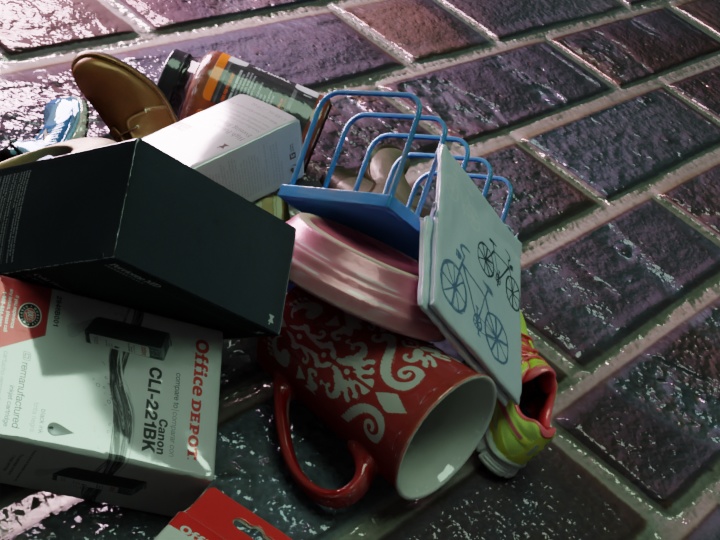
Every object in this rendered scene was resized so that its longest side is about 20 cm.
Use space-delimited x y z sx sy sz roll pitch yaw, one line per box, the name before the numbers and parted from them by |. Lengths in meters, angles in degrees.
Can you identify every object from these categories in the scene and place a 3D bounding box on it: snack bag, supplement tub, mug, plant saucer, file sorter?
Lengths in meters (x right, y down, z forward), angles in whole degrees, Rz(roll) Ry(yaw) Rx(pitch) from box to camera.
snack bag | 0.107 0.001 1.257 0.189 0.021 0.200 46 38 -43
supplement tub | -0.142 -0.193 1.577 0.200 0.107 0.107 23 33 -4
mug | -0.006 0.107 1.215 0.200 0.134 0.177 36 41 31
plant saucer | 0.000 0.000 1.236 0.200 0.051 0.201 24 9 -4
file sorter | 0.045 -0.081 1.333 0.139 0.123 0.200 9 -17 39

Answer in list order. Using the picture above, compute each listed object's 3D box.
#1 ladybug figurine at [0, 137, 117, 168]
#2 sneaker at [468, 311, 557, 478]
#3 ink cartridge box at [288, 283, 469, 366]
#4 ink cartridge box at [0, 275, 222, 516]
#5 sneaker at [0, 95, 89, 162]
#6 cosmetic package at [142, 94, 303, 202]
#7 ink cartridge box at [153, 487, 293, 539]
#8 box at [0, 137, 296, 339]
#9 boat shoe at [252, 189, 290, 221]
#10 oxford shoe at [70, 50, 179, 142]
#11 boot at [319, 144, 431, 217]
ladybug figurine | -0.305 -0.065 1.235 0.200 0.072 0.136 -25 22 -23
sneaker | 0.162 0.104 1.330 0.078 0.090 0.200 19 50 -31
ink cartridge box | 0.009 0.059 1.383 0.200 0.043 0.198 -8 46 -39
ink cartridge box | -0.219 0.105 1.085 0.200 0.084 0.145 16 52 -23
sneaker | -0.334 -0.127 1.387 0.090 0.079 0.200 9 33 -12
cosmetic package | -0.165 -0.104 1.353 0.200 0.074 0.102 -29 40 -34
ink cartridge box | -0.126 0.261 0.988 0.116 0.067 0.200 32 34 10
box | -0.189 -0.015 1.129 0.200 0.182 0.104 30 63 -47
boat shoe | -0.107 -0.050 1.395 0.066 0.074 0.200 -11 31 -1
oxford shoe | -0.240 -0.154 1.435 0.200 0.071 0.071 47 32 -18
boot | 0.047 -0.078 1.567 0.146 0.070 0.200 38 31 20
